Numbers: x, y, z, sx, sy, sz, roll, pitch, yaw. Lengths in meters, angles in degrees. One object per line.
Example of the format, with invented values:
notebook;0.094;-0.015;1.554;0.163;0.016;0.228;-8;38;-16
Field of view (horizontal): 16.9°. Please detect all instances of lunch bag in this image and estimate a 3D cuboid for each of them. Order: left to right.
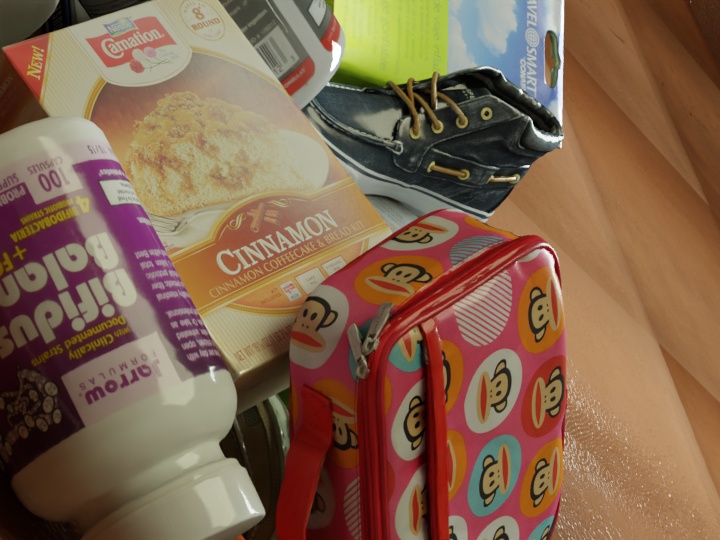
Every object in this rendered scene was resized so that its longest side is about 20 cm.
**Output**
lunch bag;0.025;0.084;1.197;0.176;0.082;0.202;-30;128;-41

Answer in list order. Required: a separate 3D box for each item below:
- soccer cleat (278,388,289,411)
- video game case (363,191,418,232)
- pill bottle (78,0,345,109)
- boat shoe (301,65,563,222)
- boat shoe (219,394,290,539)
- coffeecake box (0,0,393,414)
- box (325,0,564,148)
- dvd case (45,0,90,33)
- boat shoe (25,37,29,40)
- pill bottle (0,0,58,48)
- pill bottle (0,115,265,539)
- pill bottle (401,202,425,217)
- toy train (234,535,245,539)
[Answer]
soccer cleat;-0.004;0.121;1.387;0.201;0.067;0.081;56;5;-8
video game case;0.000;0.000;1.389;0.200;0.022;0.182;39;25;-17
pill bottle;-0.104;-0.174;1.343;0.201;0.115;0.116;56;17;-24
boat shoe;0.033;-0.091;1.443;0.200;0.091;0.071;19;35;-48
boat shoe;-0.091;0.066;1.246;0.076;0.072;0.201;20;32;-41
coffeecake box;-0.086;-0.033;1.222;0.153;0.073;0.201;-26;75;-47
box;0.044;-0.152;1.525;0.199;0.047;0.123;17;68;-39
dvd case;-0.139;-0.124;1.480;0.150;0.025;0.201;45;22;-38
boat shoe;-0.143;-0.071;1.319;0.202;0.063;0.074;49;23;-26
pill bottle;-0.227;-0.211;1.227;0.114;0.114;0.201;25;37;-61
pill bottle;-0.124;0.041;1.094;0.201;0.112;0.112;61;17;9
pill bottle;0.024;0.024;1.541;0.111;0.111;0.201;30;33;-57
toy train;-0.030;0.202;1.124;0.200;0.055;0.151;44;-19;49
